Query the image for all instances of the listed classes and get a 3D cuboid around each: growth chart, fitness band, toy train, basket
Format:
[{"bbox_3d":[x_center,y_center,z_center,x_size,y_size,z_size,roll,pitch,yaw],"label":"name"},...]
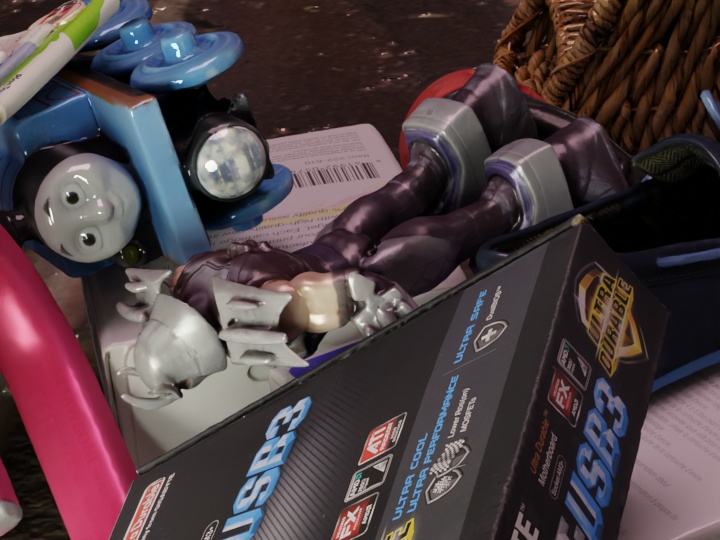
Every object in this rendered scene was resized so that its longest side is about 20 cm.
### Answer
[{"bbox_3d":[-0.193,-0.059,0.970,0.200,0.018,0.145,-12,27,29],"label":"growth chart"},{"bbox_3d":[-0.119,0.055,0.842,0.037,0.200,0.144,-30,-23,12],"label":"fitness band"},{"bbox_3d":[-0.107,-0.049,0.986,0.114,0.087,0.200,-27,23,-16],"label":"toy train"},{"bbox_3d":[0.138,-0.145,1.285,0.149,0.143,0.200,-3,23,4],"label":"basket"}]

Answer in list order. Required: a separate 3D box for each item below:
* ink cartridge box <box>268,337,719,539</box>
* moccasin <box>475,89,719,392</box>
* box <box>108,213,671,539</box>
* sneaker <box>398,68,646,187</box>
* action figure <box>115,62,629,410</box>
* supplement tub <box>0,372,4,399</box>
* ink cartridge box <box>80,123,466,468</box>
[{"bbox_3d":[0.098,0.050,0.837,0.200,0.043,0.198,-21,26,-18],"label":"ink cartridge box"},{"bbox_3d":[0.120,-0.014,0.833,0.200,0.068,0.080,-29,30,-36],"label":"moccasin"},{"bbox_3d":[-0.013,0.097,0.709,0.198,0.050,0.200,-30,24,34],"label":"box"},{"bbox_3d":[0.103,-0.010,0.983,0.200,0.071,0.098,33,7,0],"label":"sneaker"},{"bbox_3d":[0.000,0.000,0.861,0.200,0.069,0.130,-29,30,-28],"label":"action figure"},{"bbox_3d":[-0.201,0.058,0.912,0.132,0.132,0.200,-5,23,1],"label":"supplement tub"},{"bbox_3d":[-0.039,0.018,1.025,0.144,0.085,0.200,-9,22,-7],"label":"ink cartridge box"}]
